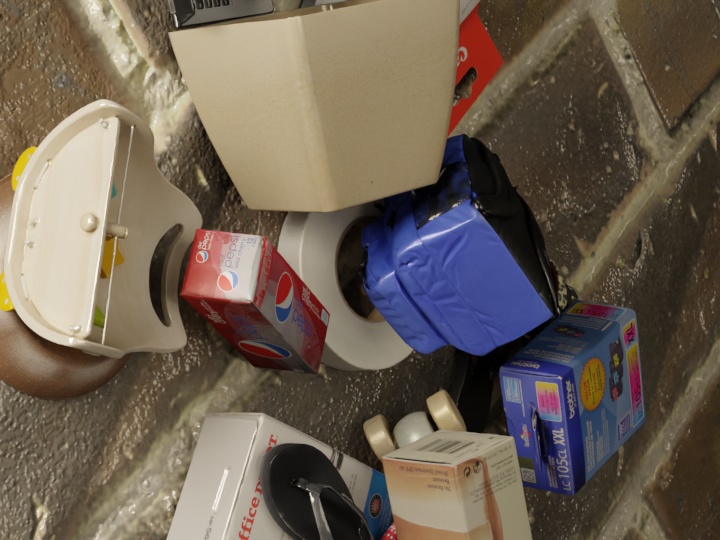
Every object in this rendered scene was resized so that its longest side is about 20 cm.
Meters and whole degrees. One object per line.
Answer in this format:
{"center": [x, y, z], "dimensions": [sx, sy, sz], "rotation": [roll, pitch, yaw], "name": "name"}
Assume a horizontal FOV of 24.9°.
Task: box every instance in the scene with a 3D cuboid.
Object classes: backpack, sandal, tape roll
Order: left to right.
{"center": [-0.018, 0.234, 1.452], "dimensions": [0.076, 0.043, 0.200], "rotation": [-42, 106, -36], "name": "sandal"}
{"center": [0.000, 0.000, 1.640], "dimensions": [0.202, 0.037, 0.204], "rotation": [6, 81, -45], "name": "tape roll"}
{"center": [0.086, -0.032, 1.593], "dimensions": [0.163, 0.167, 0.200], "rotation": [58, 17, -29], "name": "backpack"}
{"center": [0.138, 0.082, 1.765], "dimensions": [0.075, 0.045, 0.201], "rotation": [20, 71, -42], "name": "sandal"}

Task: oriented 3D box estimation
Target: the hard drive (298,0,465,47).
{"center": [0.025, -0.257, 1.702], "dimensions": [0.200, 0.025, 0.132], "rotation": [38, 60, -36], "name": "hard drive"}

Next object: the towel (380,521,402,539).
{"center": [0.062, 0.291, 1.557], "dimensions": [0.200, 0.022, 0.145], "rotation": [-47, 121, -34], "name": "towel"}

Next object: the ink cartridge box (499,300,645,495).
{"center": [0.211, 0.135, 1.663], "dimensions": [0.200, 0.076, 0.137], "rotation": [-34, 122, -46], "name": "ink cartridge box"}

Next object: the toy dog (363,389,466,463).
{"center": [0.088, 0.211, 1.651], "dimensions": [0.200, 0.132, 0.096], "rotation": [34, 25, -30], "name": "toy dog"}

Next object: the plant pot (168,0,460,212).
{"center": [-0.031, -0.153, 1.504], "dimensions": [0.199, 0.200, 0.178], "rotation": [-17, 104, -36], "name": "plant pot"}

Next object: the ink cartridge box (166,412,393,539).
{"center": [-0.069, 0.231, 1.506], "dimensions": [0.200, 0.084, 0.146], "rotation": [32, 66, -39], "name": "ink cartridge box"}

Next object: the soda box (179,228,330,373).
{"center": [-0.091, 0.031, 1.463], "dimensions": [0.200, 0.070, 0.064], "rotation": [56, 43, -63], "name": "soda box"}

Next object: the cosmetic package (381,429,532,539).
{"center": [0.097, 0.257, 1.508], "dimensions": [0.087, 0.103, 0.201], "rotation": [-20, 101, -41], "name": "cosmetic package"}

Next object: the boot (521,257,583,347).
{"center": [0.201, 0.092, 1.772], "dimensions": [0.154, 0.073, 0.204], "rotation": [48, 43, -63], "name": "boot"}

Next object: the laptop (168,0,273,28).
{"center": [-0.134, -0.325, 1.483], "dimensions": [0.200, 0.116, 0.188], "rotation": [-18, 99, -45], "name": "laptop"}

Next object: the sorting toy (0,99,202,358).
{"center": [-0.197, -0.013, 1.353], "dimensions": [0.180, 0.107, 0.201], "rotation": [25, 66, -51], "name": "sorting toy"}

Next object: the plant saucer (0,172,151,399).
{"center": [-0.248, 0.009, 1.385], "dimensions": [0.200, 0.037, 0.201], "rotation": [6, 82, -46], "name": "plant saucer"}

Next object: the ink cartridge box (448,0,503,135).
{"center": [0.086, -0.260, 1.713], "dimensions": [0.200, 0.057, 0.163], "rotation": [53, 51, -21], "name": "ink cartridge box"}
